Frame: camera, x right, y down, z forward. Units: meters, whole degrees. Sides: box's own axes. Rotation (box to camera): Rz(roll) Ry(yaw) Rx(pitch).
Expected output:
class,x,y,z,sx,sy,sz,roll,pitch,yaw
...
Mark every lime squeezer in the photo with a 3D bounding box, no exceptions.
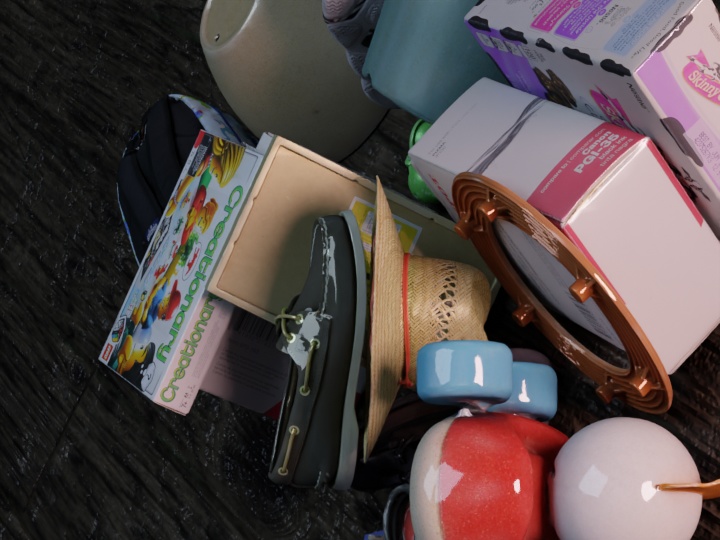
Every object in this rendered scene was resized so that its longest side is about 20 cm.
class,x,y,z,sx,sy,sz,roll,pitch,yaw
lime squeezer,0.065,-0.098,1.564,0.071,0.038,0.201,-41,39,34

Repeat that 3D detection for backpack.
class,x,y,z,sx,sy,sz,roll,pitch,yaw
backpack,-0.145,-0.065,1.772,0.200,0.153,0.164,49,118,33

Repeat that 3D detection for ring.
class,x,y,z,sx,sy,sz,roll,pitch,yaw
ring,0.123,0.019,1.261,0.019,0.201,0.200,-42,30,-11

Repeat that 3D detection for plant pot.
class,x,y,z,sx,sy,sz,roll,pitch,yaw
plant pot,0.105,-0.203,1.447,0.198,0.199,0.200,-66,31,16
plant pot,-0.062,-0.206,1.730,0.200,0.134,0.202,-35,43,41

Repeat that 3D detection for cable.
class,x,y,z,sx,sy,sz,roll,pitch,yaw
cable,0.050,0.219,1.317,0.200,0.050,0.098,-121,45,-55

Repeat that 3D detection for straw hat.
class,x,y,z,sx,sy,sz,roll,pitch,yaw
straw hat,0.047,0.035,1.338,0.201,0.084,0.203,-178,90,-89

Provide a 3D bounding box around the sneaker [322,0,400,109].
class,x,y,z,sx,sy,sz,roll,pitch,yaw
sneaker,0.018,-0.226,1.585,0.074,0.200,0.116,-4,61,13

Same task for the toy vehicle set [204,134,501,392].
class,x,y,z,sx,sy,sz,roll,pitch,yaw
toy vehicle set,0.000,0.000,1.448,0.125,0.199,0.027,-64,9,0

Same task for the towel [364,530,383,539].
class,x,y,z,sx,sy,sz,roll,pitch,yaw
towel,0.047,0.265,1.375,0.144,0.024,0.202,-24,52,44

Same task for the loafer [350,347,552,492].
class,x,y,z,sx,sy,sz,roll,pitch,yaw
loafer,0.057,0.121,1.405,0.199,0.072,0.064,-33,49,37

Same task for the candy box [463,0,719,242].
class,x,y,z,sx,sy,sz,roll,pitch,yaw
candy box,0.180,-0.110,1.269,0.072,0.168,0.200,-46,31,-9

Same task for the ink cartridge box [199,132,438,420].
class,x,y,z,sx,sy,sz,roll,pitch,yaw
ink cartridge box,-0.046,0.012,1.551,0.201,0.144,0.083,-64,29,4

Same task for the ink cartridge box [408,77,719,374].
class,x,y,z,sx,sy,sz,roll,pitch,yaw
ink cartridge box,0.139,-0.035,1.298,0.083,0.147,0.200,-45,31,-8

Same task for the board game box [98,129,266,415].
class,x,y,z,sx,sy,sz,roll,pitch,yaw
board game box,-0.127,-0.002,1.510,0.126,0.034,0.202,24,90,60

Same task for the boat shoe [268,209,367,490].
class,x,y,z,sx,sy,sz,roll,pitch,yaw
boat shoe,-0.031,0.058,1.399,0.072,0.060,0.204,-128,40,-74

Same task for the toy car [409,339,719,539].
class,x,y,z,sx,sy,sz,roll,pitch,yaw
toy car,0.145,0.142,1.223,0.198,0.177,0.186,-4,77,23
